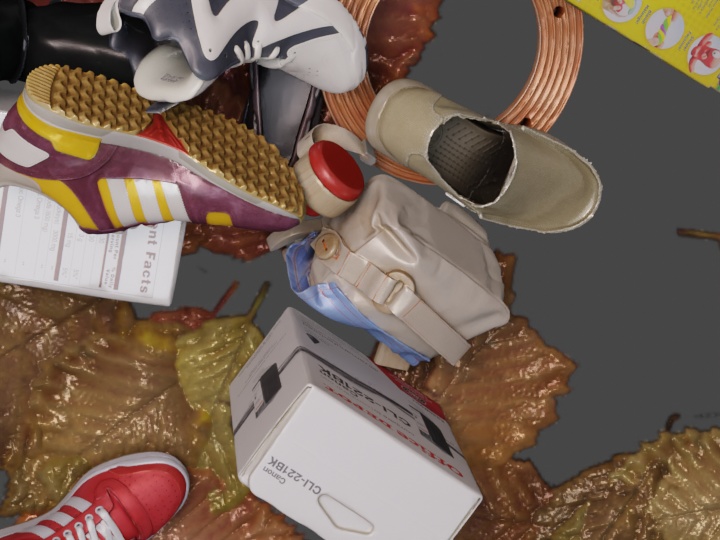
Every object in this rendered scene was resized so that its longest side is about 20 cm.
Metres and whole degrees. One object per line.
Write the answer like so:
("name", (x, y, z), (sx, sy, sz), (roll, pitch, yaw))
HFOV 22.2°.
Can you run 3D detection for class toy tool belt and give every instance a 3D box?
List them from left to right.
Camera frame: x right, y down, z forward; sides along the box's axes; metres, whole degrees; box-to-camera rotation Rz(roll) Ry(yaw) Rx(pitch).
("toy tool belt", (0.000, 0.000, 1.276), (0.123, 0.125, 0.200), (-38, 128, 27))

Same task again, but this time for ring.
("ring", (0.063, -0.159, 1.282), (0.200, 0.019, 0.201), (-6, 110, -18))

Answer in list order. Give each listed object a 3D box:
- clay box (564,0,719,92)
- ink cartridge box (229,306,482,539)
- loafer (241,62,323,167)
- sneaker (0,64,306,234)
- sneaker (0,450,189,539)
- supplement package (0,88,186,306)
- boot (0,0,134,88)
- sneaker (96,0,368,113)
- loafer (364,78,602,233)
("clay box", (0.211, -0.213, 1.275), (0.200, 0.048, 0.115), (28, 99, -23))
("ink cartridge box", (-0.009, 0.118, 1.268), (0.144, 0.200, 0.084), (34, 99, -13))
("loafer", (-0.045, -0.158, 1.267), (0.072, 0.063, 0.200), (6, 103, -6))
("sneaker", (-0.134, -0.058, 1.167), (0.200, 0.075, 0.090), (22, 124, -19))
("sneaker", (-0.212, 0.205, 1.314), (0.200, 0.112, 0.071), (-29, 105, 2))
("supplement package", (-0.217, -0.056, 1.248), (0.200, 0.117, 0.117), (9, 101, -8))
("boot", (-0.203, -0.144, 1.192), (0.162, 0.198, 0.073), (9, 106, -1))
("sneaker", (-0.087, -0.137, 1.158), (0.199, 0.079, 0.130), (39, 62, -39))
("loafer", (0.094, -0.068, 1.271), (0.200, 0.068, 0.076), (19, 105, -31))
